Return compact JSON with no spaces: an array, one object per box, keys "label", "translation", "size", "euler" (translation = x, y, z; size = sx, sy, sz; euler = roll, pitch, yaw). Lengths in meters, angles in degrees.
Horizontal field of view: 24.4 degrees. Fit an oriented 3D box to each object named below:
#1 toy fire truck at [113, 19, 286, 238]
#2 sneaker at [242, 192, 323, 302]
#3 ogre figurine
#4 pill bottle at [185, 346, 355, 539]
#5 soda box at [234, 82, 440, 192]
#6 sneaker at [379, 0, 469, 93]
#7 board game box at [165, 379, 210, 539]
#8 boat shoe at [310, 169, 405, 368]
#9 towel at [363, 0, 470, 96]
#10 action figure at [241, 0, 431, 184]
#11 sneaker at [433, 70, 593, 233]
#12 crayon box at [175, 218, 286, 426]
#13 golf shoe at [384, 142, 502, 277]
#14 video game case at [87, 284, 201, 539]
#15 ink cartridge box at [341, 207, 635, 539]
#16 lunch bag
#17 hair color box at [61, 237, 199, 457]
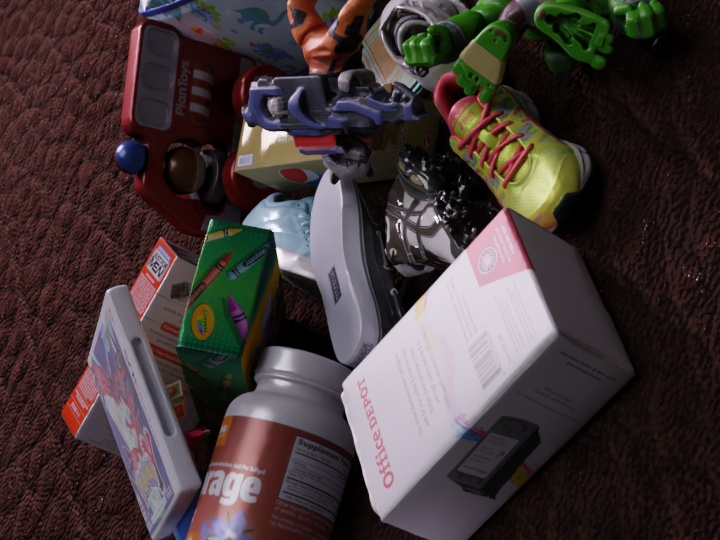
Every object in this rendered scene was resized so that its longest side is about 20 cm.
[{"label":"toy fire truck","translation":[-0.167,-0.136,1.668],"size":[0.112,0.167,0.201],"euler":[-7,73,55]},{"label":"sneaker","translation":[-0.053,-0.030,1.521],"size":[0.082,0.074,0.200],"euler":[-57,36,-2]},{"label":"ogre figurine","translation":[0.146,-0.195,1.288],"size":[0.199,0.098,0.120],"euler":[-26,14,33]},{"label":"pill bottle","translation":[-0.069,0.169,1.350],"size":[0.112,0.112,0.201],"euler":[-9,60,54]},{"label":"soda box","translation":[-0.022,-0.117,1.509],"size":[0.199,0.068,0.064],"euler":[-3,72,46]},{"label":"sneaker","translation":[0.051,-0.209,1.454],"size":[0.077,0.080,0.200],"euler":[-59,26,12]},{"label":"board game box","translation":[-0.143,0.181,1.460],"size":[0.158,0.039,0.201],"euler":[49,151,47]},{"label":"boat shoe","translation":[0.000,0.000,1.406],"size":[0.069,0.056,0.201],"euler":[-53,36,43]},{"label":"towel","translation":[0.026,-0.192,1.573],"size":[0.200,0.022,0.147],"euler":[-51,33,21]},{"label":"action figure","translation":[0.000,-0.167,1.379],"size":[0.199,0.104,0.195],"euler":[13,107,39]},{"label":"sneaker","translation":[0.109,-0.096,1.302],"size":[0.078,0.090,0.200],"euler":[-55,32,14]},{"label":"crayon box","translation":[-0.109,0.052,1.450],"size":[0.200,0.058,0.119],"euler":[88,-166,-67]},{"label":"golf shoe","translation":[0.069,-0.023,1.338],"size":[0.095,0.077,0.200],"euler":[-65,21,19]},{"label":"video game case","translation":[-0.191,0.128,1.444],"size":[0.200,0.023,0.183],"euler":[123,127,-66]},{"label":"ink cartridge box","translation":[0.087,0.078,1.206],"size":[0.200,0.085,0.148],"euler":[-49,33,25]},{"label":"lunch bag","translation":[-0.107,-0.278,1.697],"size":[0.200,0.170,0.128],"euler":[-29,45,46]},{"label":"hair color box","translation":[-0.189,0.083,1.604],"size":[0.201,0.111,0.064],"euler":[-59,31,7]}]
